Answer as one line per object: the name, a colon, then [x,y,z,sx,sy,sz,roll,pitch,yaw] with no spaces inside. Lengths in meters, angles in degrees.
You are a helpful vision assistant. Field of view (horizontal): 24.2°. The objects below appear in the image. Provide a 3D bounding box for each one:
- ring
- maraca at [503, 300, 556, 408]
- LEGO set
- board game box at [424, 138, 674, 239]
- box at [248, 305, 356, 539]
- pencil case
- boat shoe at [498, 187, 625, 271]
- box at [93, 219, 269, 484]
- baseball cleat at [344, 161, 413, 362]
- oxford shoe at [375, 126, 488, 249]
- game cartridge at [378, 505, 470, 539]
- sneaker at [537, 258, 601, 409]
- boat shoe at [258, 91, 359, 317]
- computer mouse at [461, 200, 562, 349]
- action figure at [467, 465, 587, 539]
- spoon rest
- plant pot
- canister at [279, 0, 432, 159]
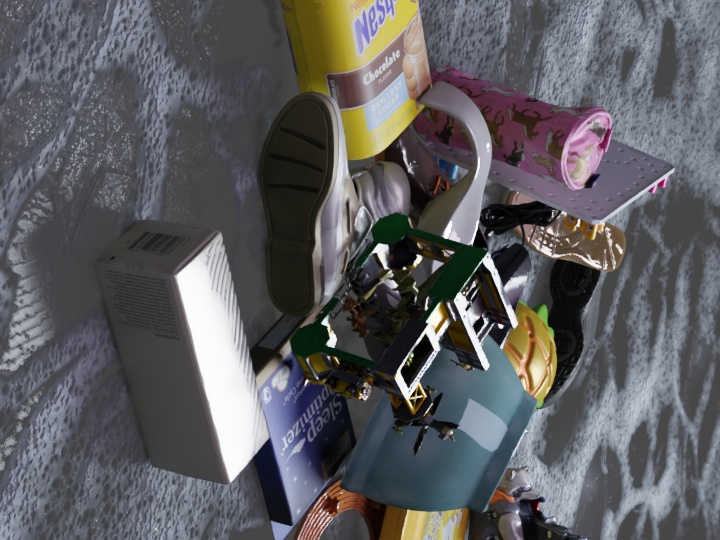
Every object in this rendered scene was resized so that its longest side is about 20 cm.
ring: [-0.017,0.299,1.636,0.200,0.019,0.202,-22,116,-56]
maraca: [0.163,0.096,1.796,0.200,0.106,0.138,-2,98,-60]
LEGO set: [0.043,0.059,1.455,0.201,0.153,0.116,-60,143,-30]
board game box: [0.193,-0.106,1.709,0.200,0.199,0.026,-31,139,-52]
box: [-0.055,0.140,1.515,0.121,0.032,0.201,-49,138,-42]
pencil case: [0.143,-0.140,1.611,0.083,0.199,0.087,-58,144,-15]
boat shoe: [0.215,-0.047,1.892,0.199,0.064,0.072,26,84,-40]
box: [-0.137,0.064,1.308,0.068,0.082,0.201,-48,138,-44]
baseball cleat: [0.000,0.000,1.552,0.106,0.069,0.202,-15,110,-40]
oxford shoe: [0.072,-0.078,1.627,0.072,0.072,0.200,-66,147,-24]
game cartridge: [0.064,0.280,1.730,0.200,0.032,0.178,31,71,-68]
sneaker: [0.243,0.080,1.968,0.201,0.075,0.091,-64,152,-23]
boat shoe: [-0.041,-0.063,1.447,0.068,0.074,0.201,-31,135,-54]
computer mouse: [0.121,0.009,1.704,0.046,0.140,0.201,30,78,-23]
action figure: [0.161,0.307,1.805,0.104,0.199,0.195,11,86,-34]
spoon rest: [0.087,-0.072,1.540,0.099,0.060,0.201,-46,143,-44]
plant pot: [0.084,0.144,1.572,0.201,0.134,0.200,-62,175,-10]
canister: [-0.005,-0.215,1.447,0.149,0.086,0.201,-50,139,-42]
